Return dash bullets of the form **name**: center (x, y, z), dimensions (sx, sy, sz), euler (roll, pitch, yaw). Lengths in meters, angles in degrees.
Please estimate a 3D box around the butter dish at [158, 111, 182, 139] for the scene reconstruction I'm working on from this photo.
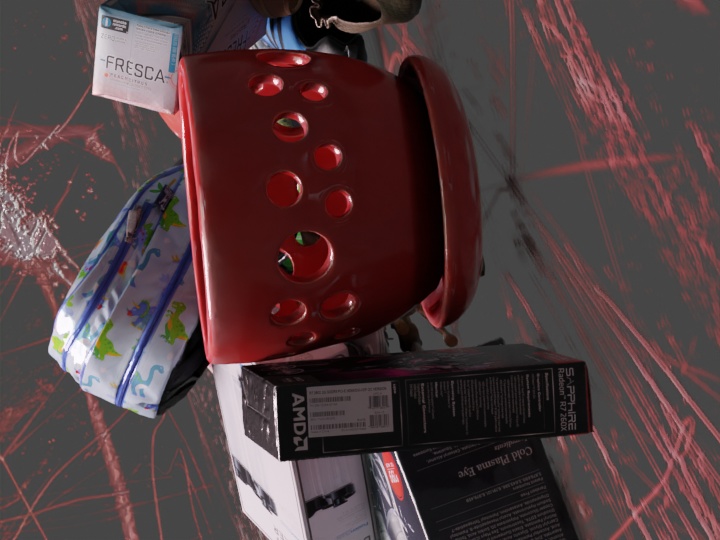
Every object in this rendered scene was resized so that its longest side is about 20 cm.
- **butter dish**: center (-0.160, -0.196, 1.847), dimensions (0.200, 0.147, 0.201), euler (134, 118, -77)

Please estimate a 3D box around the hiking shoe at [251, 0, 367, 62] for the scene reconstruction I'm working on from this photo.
- **hiking shoe**: center (-0.040, -0.189, 1.526), dimensions (0.200, 0.074, 0.087), euler (54, 144, 42)

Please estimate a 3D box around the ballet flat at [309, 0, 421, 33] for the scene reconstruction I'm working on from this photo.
- **ballet flat**: center (-0.001, -0.193, 1.355), dimensions (0.200, 0.046, 0.068), euler (-177, 68, -78)

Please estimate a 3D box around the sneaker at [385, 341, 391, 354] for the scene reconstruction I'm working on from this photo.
- **sneaker**: center (-0.001, 0.091, 1.666), dimensions (0.201, 0.073, 0.116), euler (59, 173, 8)

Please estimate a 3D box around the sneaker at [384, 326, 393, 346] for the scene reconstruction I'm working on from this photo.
- **sneaker**: center (-0.020, 0.023, 1.708), dimensions (0.201, 0.074, 0.081), euler (86, 162, -48)

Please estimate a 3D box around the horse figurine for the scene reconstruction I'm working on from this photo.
- **horse figurine**: center (0.000, 0.000, 1.539), dimensions (0.200, 0.050, 0.133), euler (43, -179, -18)

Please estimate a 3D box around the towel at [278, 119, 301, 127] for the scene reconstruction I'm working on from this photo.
- **towel**: center (-0.040, -0.111, 1.587), dimensions (0.144, 0.023, 0.200), euler (43, -169, -39)

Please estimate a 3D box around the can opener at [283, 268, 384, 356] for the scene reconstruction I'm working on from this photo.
- **can opener**: center (-0.042, 0.038, 1.542), dimensions (0.200, 0.066, 0.053), euler (29, 119, 57)

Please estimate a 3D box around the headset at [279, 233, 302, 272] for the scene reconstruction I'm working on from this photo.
- **headset**: center (-0.065, -0.067, 1.649), dimensions (0.200, 0.093, 0.124), euler (46, -132, -62)

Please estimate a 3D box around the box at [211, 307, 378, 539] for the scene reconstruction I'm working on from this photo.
- **box**: center (-0.050, 0.121, 1.466), dimensions (0.117, 0.060, 0.201), euler (39, 148, 45)

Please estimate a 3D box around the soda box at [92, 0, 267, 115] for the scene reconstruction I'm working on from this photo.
- **soda box**: center (-0.122, -0.177, 1.417), dimensions (0.200, 0.063, 0.069), euler (-56, -23, -62)

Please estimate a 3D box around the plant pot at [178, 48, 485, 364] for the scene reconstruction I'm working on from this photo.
- **plant pot**: center (-0.022, -0.049, 1.293), dimensions (0.200, 0.181, 0.202), euler (172, 90, -83)

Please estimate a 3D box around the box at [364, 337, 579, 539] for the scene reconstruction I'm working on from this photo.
- **box**: center (0.069, 0.165, 1.438), dimensions (0.200, 0.104, 0.183), euler (121, 129, -75)

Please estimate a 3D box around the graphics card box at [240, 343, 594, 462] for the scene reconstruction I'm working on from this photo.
- **graphics card box**: center (0.032, 0.080, 1.248), dimensions (0.125, 0.199, 0.051), euler (-163, 69, -77)

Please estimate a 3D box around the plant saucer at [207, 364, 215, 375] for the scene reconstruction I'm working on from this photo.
- **plant saucer**: center (-0.060, 0.113, 1.634), dimensions (0.201, 0.051, 0.201), euler (46, 174, 7)

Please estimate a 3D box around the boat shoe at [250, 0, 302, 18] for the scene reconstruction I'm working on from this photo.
- **boat shoe**: center (-0.041, -0.243, 1.394), dimensions (0.200, 0.064, 0.072), euler (95, -169, -59)

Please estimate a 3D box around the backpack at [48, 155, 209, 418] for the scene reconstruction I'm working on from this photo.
- **backpack**: center (-0.149, 0.015, 1.519), dimensions (0.163, 0.153, 0.201), euler (126, 156, -57)
